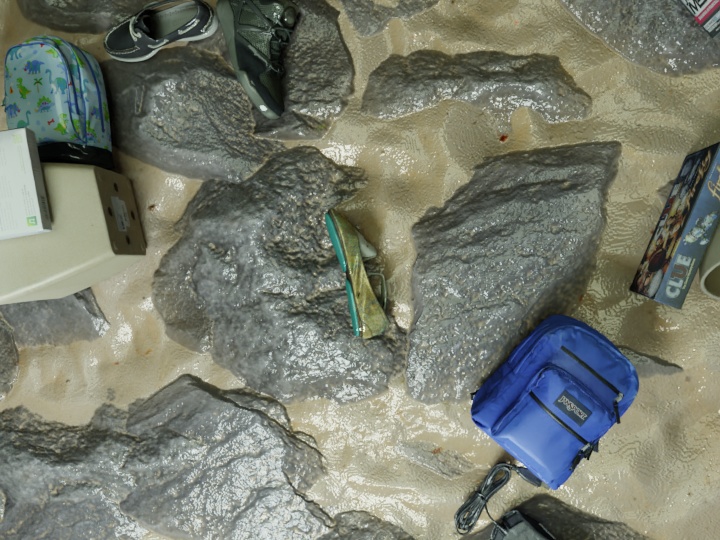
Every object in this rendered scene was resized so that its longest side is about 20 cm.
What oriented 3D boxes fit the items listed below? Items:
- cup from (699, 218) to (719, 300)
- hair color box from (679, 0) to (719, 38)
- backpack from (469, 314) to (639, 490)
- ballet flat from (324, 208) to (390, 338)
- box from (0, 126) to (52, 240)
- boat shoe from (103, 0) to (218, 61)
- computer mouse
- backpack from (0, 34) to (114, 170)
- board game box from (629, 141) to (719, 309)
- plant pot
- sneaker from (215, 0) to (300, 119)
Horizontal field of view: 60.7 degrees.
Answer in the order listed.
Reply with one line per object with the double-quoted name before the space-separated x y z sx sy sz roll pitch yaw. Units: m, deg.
"cup" 0.517 -0.061 0.755 0.199 0.200 0.144 -2 64 12
"hair color box" 0.426 -0.405 0.785 0.061 0.099 0.200 -38 85 12
"backpack" 0.269 0.171 0.820 0.162 0.168 0.200 39 96 1
"ballet flat" 0.000 0.000 0.923 0.070 0.071 0.201 -15 89 12
"box" -0.540 -0.108 0.841 0.199 0.036 0.145 -10 90 -6
"boat shoe" -0.325 -0.382 0.968 0.199 0.060 0.074 -6 93 12
"computer mouse" 0.251 0.371 0.898 0.199 0.046 0.141 32 95 14
"backpack" -0.481 -0.267 0.979 0.162 0.154 0.201 2 81 19
"board game box" 0.414 -0.055 0.789 0.034 0.135 0.201 21 97 10
"plant pot" -0.452 -0.069 0.956 0.176 0.200 0.201 -13 90 1
"sneaker" -0.136 -0.335 0.922 0.114 0.076 0.201 -19 84 19
